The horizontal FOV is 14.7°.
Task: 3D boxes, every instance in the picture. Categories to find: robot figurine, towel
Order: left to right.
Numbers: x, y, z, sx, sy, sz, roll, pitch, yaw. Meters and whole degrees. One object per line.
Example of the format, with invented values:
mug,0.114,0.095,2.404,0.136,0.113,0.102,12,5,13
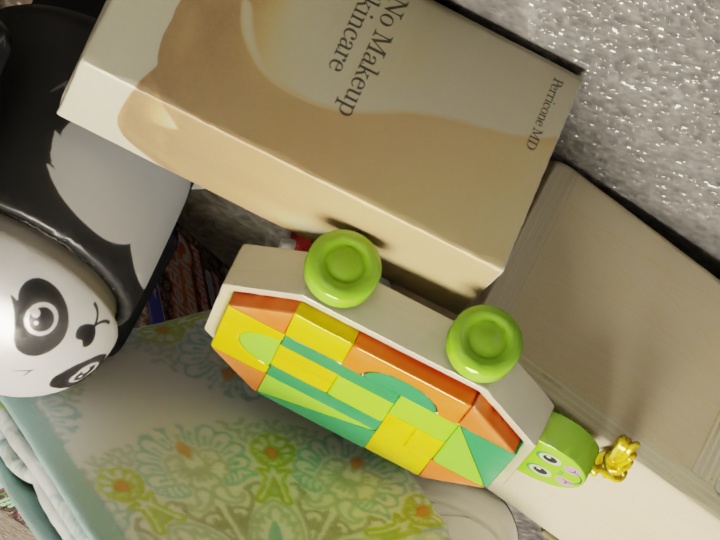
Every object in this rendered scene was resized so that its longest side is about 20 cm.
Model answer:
robot figurine,-0.141,-0.040,1.266,0.150,0.200,0.125,30,157,-14
towel,-0.071,0.098,1.301,0.200,0.171,0.048,52,140,37

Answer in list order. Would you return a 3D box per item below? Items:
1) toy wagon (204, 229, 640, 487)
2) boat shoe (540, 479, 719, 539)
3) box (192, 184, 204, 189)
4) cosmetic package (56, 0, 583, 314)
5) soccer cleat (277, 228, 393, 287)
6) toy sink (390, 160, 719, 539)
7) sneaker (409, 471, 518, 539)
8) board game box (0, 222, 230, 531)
toy wagon,0.028,0.051,1.237,0.200,0.040,0.155,28,158,-1
boat shoe,0.160,0.143,1.545,0.068,0.075,0.200,23,160,-13
box,-0.130,-0.066,1.411,0.200,0.042,0.039,2,149,45
cosmetic package,-0.017,-0.075,1.194,0.200,0.105,0.071,25,160,-7
soccer cleat,0.000,0.000,1.405,0.085,0.069,0.200,13,160,3
toy sink,0.119,0.053,1.336,0.200,0.112,0.130,36,156,-15
sneaker,-0.023,0.129,1.355,0.199,0.087,0.075,8,119,3
board game box,-0.141,0.058,1.506,0.159,0.097,0.200,-23,147,15
